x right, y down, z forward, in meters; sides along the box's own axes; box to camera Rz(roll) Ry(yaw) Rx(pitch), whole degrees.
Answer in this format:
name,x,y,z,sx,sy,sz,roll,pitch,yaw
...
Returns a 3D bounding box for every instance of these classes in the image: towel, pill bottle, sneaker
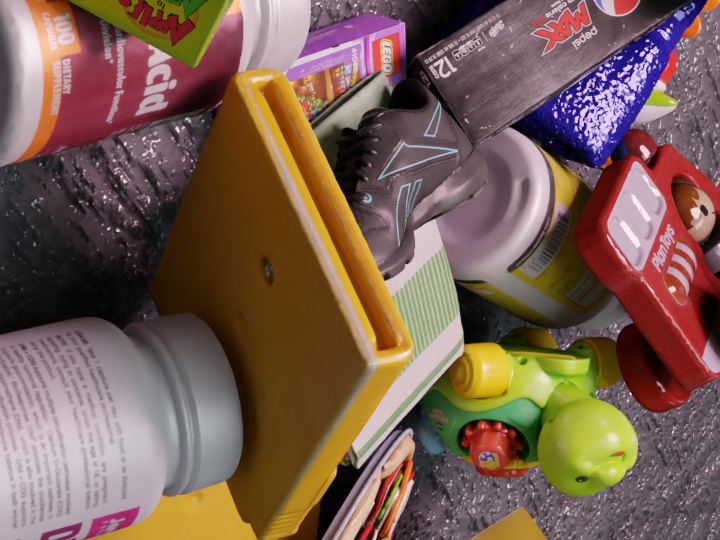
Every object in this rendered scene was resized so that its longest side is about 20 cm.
name,x,y,z,sx,sy,sz,roll,pitch,yaw
towel,0.155,-0.187,1.133,0.200,0.147,0.050,-57,179,-11
towel,0.000,0.000,1.019,0.153,0.023,0.201,-43,122,-41
pill bottle,0.127,-0.021,1.187,0.200,0.111,0.112,29,83,-51
pill bottle,-0.169,0.087,0.845,0.199,0.113,0.114,-13,116,-29
pill bottle,-0.127,-0.126,0.842,0.200,0.114,0.115,-22,121,-43
sneaker,0.003,-0.045,0.960,0.200,0.075,0.079,-46,115,-50

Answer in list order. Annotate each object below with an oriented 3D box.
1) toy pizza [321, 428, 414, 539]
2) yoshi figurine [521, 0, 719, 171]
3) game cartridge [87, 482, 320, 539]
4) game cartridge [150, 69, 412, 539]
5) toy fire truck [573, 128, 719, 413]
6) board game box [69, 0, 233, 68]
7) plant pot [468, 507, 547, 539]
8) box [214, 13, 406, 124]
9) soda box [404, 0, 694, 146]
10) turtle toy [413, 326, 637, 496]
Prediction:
name,x,y,z,sx,sy,sz,roll,pitch,yaw
toy pizza,-0.008,0.198,1.108,0.201,0.032,0.200,-59,171,-16
yoshi figurine,0.184,-0.182,1.223,0.112,0.112,0.201,24,100,-18
game cartridge,-0.110,0.133,1.007,0.199,0.032,0.177,-10,118,-34
game cartridge,-0.049,0.025,0.866,0.032,0.177,0.200,-11,152,-27
toy fire truck,0.222,-0.013,1.143,0.168,0.112,0.200,54,35,-15
board game box,-0.087,-0.192,0.807,0.048,0.101,0.200,-56,-171,41
plant pot,0.080,0.325,1.167,0.200,0.176,0.200,-25,151,-42
box,-0.027,-0.050,1.051,0.137,0.039,0.201,-25,123,-41
soda box,0.129,-0.157,1.071,0.200,0.063,0.071,-34,92,-9
turtle toy,0.115,0.098,1.157,0.145,0.200,0.102,-1,95,-33
